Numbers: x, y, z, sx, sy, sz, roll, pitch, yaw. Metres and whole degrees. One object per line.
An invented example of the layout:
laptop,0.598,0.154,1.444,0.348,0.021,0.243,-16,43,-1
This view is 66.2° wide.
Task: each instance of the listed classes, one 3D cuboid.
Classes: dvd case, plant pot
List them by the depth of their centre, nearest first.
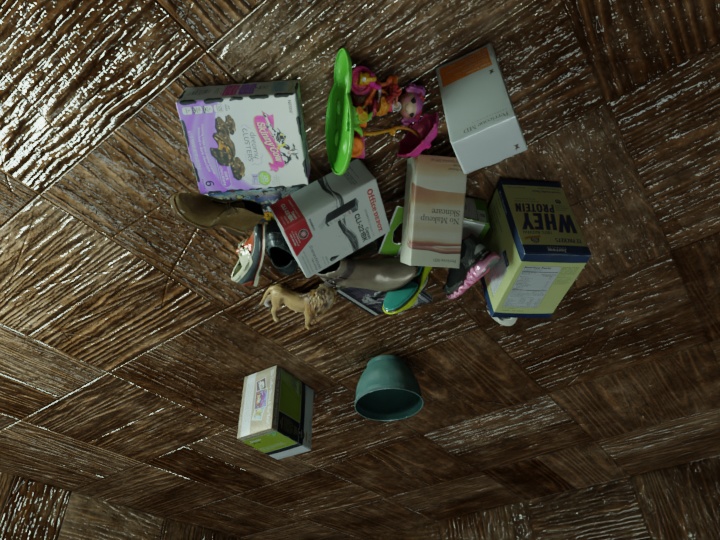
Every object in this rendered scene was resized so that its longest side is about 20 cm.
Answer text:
dvd case,0.055,0.057,1.339,0.199,0.016,0.148,-18,140,42
plant pot,0.078,0.333,1.614,0.197,0.135,0.202,-2,140,-2

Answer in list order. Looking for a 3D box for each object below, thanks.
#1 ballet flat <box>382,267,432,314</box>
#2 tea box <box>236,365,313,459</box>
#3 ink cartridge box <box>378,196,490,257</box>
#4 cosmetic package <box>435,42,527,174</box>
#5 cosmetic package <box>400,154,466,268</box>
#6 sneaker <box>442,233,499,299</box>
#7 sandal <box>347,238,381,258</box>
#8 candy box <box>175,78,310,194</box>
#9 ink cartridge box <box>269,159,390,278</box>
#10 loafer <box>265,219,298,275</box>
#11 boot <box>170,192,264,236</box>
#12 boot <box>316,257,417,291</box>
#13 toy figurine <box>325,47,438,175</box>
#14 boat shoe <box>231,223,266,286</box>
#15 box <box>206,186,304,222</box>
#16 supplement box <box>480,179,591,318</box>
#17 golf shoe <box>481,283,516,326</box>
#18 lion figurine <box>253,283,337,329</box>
ballet flat,0.113,0.036,1.220,0.066,0.201,0.067,6,138,32
tea box,-0.250,0.428,1.661,0.132,0.202,0.197,-21,135,23
ink cartridge box,0.151,-0.090,1.163,0.197,0.076,0.149,11,139,-9
cosmetic package,0.185,-0.257,0.866,0.100,0.202,0.071,-20,138,19
cosmetic package,0.137,-0.110,1.040,0.102,0.087,0.203,2,96,-8
sneaker,0.211,-0.012,1.151,0.079,0.096,0.200,-37,169,-27
sandal,-0.049,-0.035,1.229,0.197,0.055,0.082,-8,140,17
candy box,-0.194,-0.229,0.955,0.197,0.072,0.169,-4,126,2
ink cartridge box,-0.054,-0.101,1.072,0.198,0.084,0.145,-30,138,-8
loafer,-0.170,-0.034,1.186,0.067,0.071,0.201,4,154,1
boot,-0.258,-0.116,1.019,0.075,0.075,0.199,-25,163,27
boot,0.000,0.000,1.156,0.198,0.071,0.145,-14,159,36
toy figurine,0.047,-0.265,0.938,0.181,0.150,0.203,-4,117,-19
boat shoe,-0.244,-0.033,1.219,0.062,0.072,0.201,12,142,-12
box,-0.208,-0.155,1.094,0.197,0.040,0.138,-3,141,1
supplement box,0.336,-0.042,1.127,0.132,0.202,0.201,1,141,-9
golf shoe,0.352,0.099,1.387,0.076,0.089,0.200,-20,138,18
lion figurine,-0.160,0.072,1.345,0.197,0.073,0.123,9,132,-7
